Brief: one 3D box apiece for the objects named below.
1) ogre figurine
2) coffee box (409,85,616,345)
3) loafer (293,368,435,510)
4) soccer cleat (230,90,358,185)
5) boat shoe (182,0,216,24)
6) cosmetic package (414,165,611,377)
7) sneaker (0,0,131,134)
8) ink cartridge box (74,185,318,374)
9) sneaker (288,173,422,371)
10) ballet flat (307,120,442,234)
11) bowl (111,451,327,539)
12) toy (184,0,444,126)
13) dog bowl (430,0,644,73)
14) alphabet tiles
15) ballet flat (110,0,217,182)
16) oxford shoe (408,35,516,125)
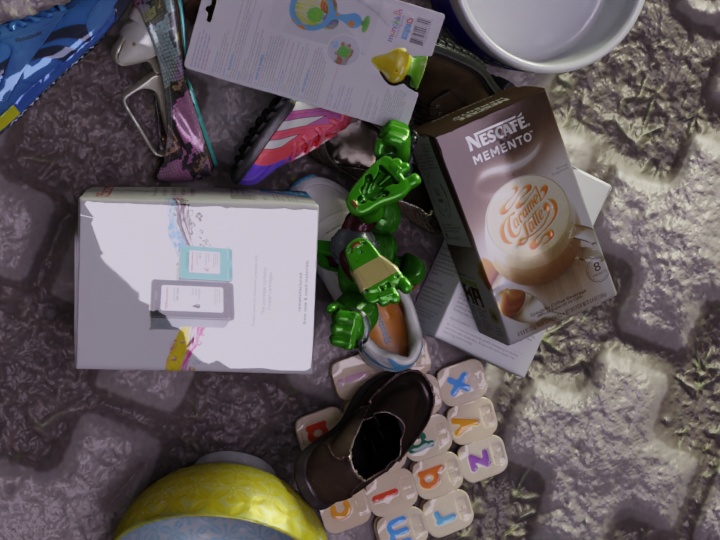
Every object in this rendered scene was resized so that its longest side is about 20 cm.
[{"bbox_3d":[0.008,-0.019,1.490,0.098,0.120,0.200,-5,73,-5],"label":"ogre figurine"},{"bbox_3d":[0.134,-0.050,1.533,0.114,0.080,0.200,-25,104,-12],"label":"coffee box"},{"bbox_3d":[0.021,0.151,1.558,0.073,0.071,0.200,61,40,-13],"label":"loafer"},{"bbox_3d":[-0.038,-0.141,1.533,0.073,0.068,0.200,42,69,-11],"label":"soccer cleat"},{"bbox_3d":[-0.065,-0.266,1.548,0.202,0.075,0.075,-9,65,-14],"label":"boat shoe"},{"bbox_3d":[0.139,-0.014,1.626,0.107,0.085,0.200,26,88,-19],"label":"cosmetic package"},{"bbox_3d":[-0.282,-0.195,1.479,0.200,0.066,0.078,-44,103,-8],"label":"sneaker"},{"bbox_3d":[-0.142,0.005,1.486,0.199,0.147,0.146,2,97,-6],"label":"ink cartridge box"},{"bbox_3d":[0.000,0.000,1.582,0.076,0.081,0.200,-32,96,-11],"label":"sneaker"},{"bbox_3d":[0.015,-0.099,1.594,0.200,0.046,0.067,38,85,-15],"label":"ballet flat"},{"bbox_3d":[-0.120,0.228,1.548,0.200,0.200,0.108,22,48,-19],"label":"bowl"},{"bbox_3d":[-0.039,-0.202,1.474,0.200,0.047,0.115,18,119,-2],"label":"toy"},{"bbox_3d":[0.164,-0.285,1.604,0.200,0.079,0.201,-2,97,-18],"label":"dog bowl"},{"bbox_3d":[0.040,0.167,1.653,0.195,0.015,0.200,-19,102,-15],"label":"alphabet tiles"},{"bbox_3d":[-0.178,-0.169,1.510,0.071,0.069,0.200,-15,111,-12],"label":"ballet flat"},{"bbox_3d":[0.075,-0.162,1.562,0.200,0.073,0.085,31,93,-47],"label":"oxford shoe"}]
